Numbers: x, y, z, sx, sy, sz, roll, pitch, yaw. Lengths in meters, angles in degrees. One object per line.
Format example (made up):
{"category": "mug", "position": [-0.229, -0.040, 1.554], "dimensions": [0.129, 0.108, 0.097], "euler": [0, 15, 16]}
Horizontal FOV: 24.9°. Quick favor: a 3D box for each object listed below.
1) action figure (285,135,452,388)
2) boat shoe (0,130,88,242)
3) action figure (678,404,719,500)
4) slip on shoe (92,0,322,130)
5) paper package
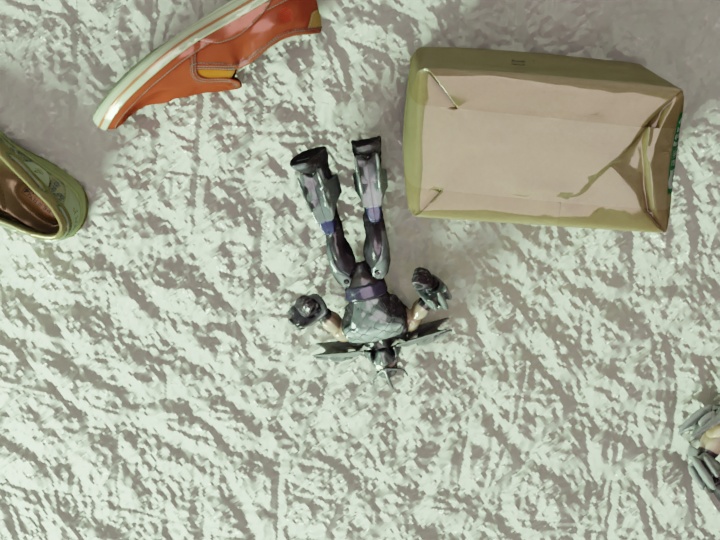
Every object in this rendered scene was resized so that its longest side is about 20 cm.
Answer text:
{"category": "action figure", "position": [0.000, 0.000, 1.276], "dimensions": [0.129, 0.069, 0.201], "euler": [-14, 103, 0]}
{"category": "boat shoe", "position": [-0.307, -0.085, 1.274], "dimensions": [0.199, 0.063, 0.074], "euler": [26, 102, -2]}
{"category": "action figure", "position": [0.326, 0.162, 1.281], "dimensions": [0.130, 0.069, 0.201], "euler": [-20, 104, 0]}
{"category": "slip on shoe", "position": [-0.117, -0.160, 1.249], "dimensions": [0.199, 0.074, 0.061], "euler": [-31, 101, 3]}
{"category": "paper package", "position": [0.126, -0.100, 1.183], "dimensions": [0.190, 0.200, 0.104], "euler": [4, 102, 1]}
